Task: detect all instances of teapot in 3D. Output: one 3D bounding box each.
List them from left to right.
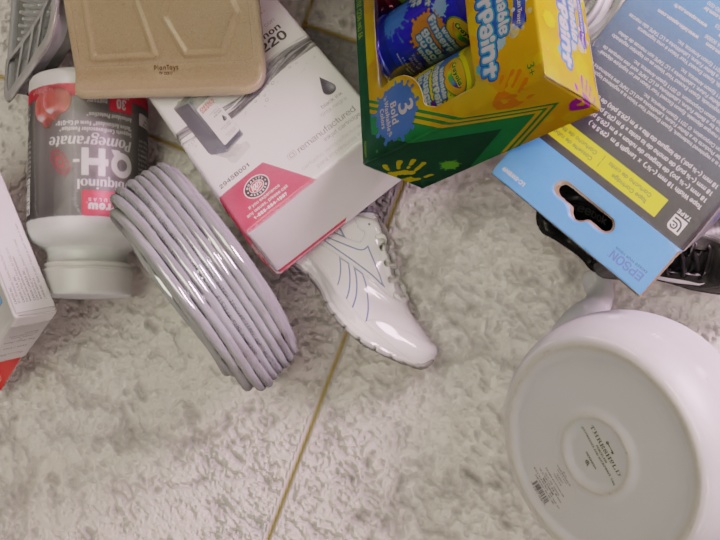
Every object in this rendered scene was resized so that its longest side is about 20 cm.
[{"bbox_3d":[0.215,0.119,0.675,0.196,0.145,0.203,14,108,46],"label":"teapot"}]

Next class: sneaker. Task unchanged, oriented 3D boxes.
[{"bbox_3d":[0.000,0.000,0.787,0.087,0.074,0.200,-43,75,5],"label":"sneaker"},{"bbox_3d":[0.220,-0.018,0.700,0.198,0.090,0.067,24,122,20],"label":"sneaker"}]

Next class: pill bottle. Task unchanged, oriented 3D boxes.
[{"bbox_3d":[-0.253,-0.077,0.852,0.109,0.111,0.203,-3,85,17],"label":"pill bottle"}]

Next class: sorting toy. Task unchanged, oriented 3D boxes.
[{"bbox_3d":[-0.166,-0.247,0.753,0.182,0.036,0.203,2,105,19],"label":"sorting toy"}]

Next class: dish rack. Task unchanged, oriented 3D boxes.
[{"bbox_3d":[-0.294,-0.273,0.875,0.171,0.043,0.203,-22,65,53],"label":"dish rack"}]

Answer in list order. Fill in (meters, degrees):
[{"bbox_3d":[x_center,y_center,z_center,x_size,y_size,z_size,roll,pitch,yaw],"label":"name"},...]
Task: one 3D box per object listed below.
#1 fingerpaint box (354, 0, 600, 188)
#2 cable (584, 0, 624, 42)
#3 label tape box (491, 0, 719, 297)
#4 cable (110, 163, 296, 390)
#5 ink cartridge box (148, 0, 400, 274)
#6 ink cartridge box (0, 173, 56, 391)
[{"bbox_3d":[0.075,-0.187,0.670,0.166,0.073,0.203,-19,66,42],"label":"fingerpaint box"},{"bbox_3d":[0.153,-0.234,0.758,0.198,0.069,0.202,-31,76,13],"label":"cable"},{"bbox_3d":[0.213,-0.102,0.658,0.144,0.063,0.201,42,100,18],"label":"label tape box"},{"bbox_3d":[-0.124,0.008,0.746,0.069,0.201,0.200,-36,44,-10],"label":"cable"},{"bbox_3d":[-0.077,-0.124,0.782,0.145,0.085,0.201,-37,60,-1],"label":"ink cartridge box"},{"bbox_3d":[-0.368,-0.004,0.868,0.176,0.044,0.202,-43,68,42],"label":"ink cartridge box"}]
